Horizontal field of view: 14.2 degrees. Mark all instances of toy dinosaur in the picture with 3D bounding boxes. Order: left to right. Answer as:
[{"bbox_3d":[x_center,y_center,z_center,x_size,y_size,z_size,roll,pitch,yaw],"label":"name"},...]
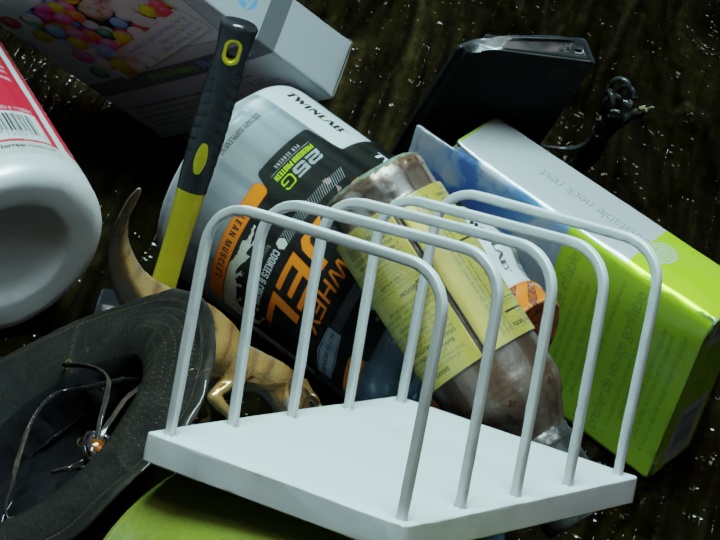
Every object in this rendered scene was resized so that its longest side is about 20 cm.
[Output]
[{"bbox_3d":[-0.098,0.031,1.458,0.200,0.106,0.060,43,11,-41],"label":"toy dinosaur"}]

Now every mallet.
[{"bbox_3d":[-0.080,-0.031,1.489,0.066,0.200,0.041,23,19,-6],"label":"mallet"}]

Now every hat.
[{"bbox_3d":[-0.133,0.100,1.361,0.081,0.200,0.201,52,25,-29],"label":"hat"}]

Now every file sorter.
[{"bbox_3d":[0.026,0.037,1.288,0.139,0.125,0.200,17,12,32],"label":"file sorter"}]

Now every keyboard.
[{"bbox_3d":[0.084,-0.075,1.619,0.127,0.200,0.021,6,62,-16],"label":"keyboard"}]

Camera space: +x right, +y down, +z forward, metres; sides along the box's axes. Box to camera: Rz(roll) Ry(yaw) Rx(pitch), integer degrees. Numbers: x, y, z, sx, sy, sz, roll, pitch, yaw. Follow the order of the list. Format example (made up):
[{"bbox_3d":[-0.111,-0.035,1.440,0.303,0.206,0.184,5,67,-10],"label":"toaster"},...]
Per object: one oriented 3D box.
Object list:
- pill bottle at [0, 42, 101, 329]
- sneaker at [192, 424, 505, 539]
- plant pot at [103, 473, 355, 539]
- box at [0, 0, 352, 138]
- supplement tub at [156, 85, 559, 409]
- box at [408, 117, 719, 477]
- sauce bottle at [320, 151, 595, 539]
[{"bbox_3d":[-0.224,-0.070,1.538,0.112,0.112,0.200,-6,43,-30],"label":"pill bottle"},{"bbox_3d":[-0.019,0.103,1.428,0.200,0.090,0.078,15,37,-6],"label":"sneaker"},{"bbox_3d":[-0.022,0.182,1.262,0.193,0.201,0.200,31,36,33],"label":"plant pot"},{"bbox_3d":[-0.127,-0.149,1.587,0.200,0.156,0.041,36,61,-33],"label":"box"},{"bbox_3d":[0.000,0.000,1.541,0.200,0.123,0.122,35,39,21],"label":"supplement tub"},{"bbox_3d":[0.106,0.008,1.578,0.200,0.122,0.048,36,44,21],"label":"box"},{"bbox_3d":[0.055,0.039,1.430,0.065,0.065,0.200,-25,81,-43],"label":"sauce bottle"}]
